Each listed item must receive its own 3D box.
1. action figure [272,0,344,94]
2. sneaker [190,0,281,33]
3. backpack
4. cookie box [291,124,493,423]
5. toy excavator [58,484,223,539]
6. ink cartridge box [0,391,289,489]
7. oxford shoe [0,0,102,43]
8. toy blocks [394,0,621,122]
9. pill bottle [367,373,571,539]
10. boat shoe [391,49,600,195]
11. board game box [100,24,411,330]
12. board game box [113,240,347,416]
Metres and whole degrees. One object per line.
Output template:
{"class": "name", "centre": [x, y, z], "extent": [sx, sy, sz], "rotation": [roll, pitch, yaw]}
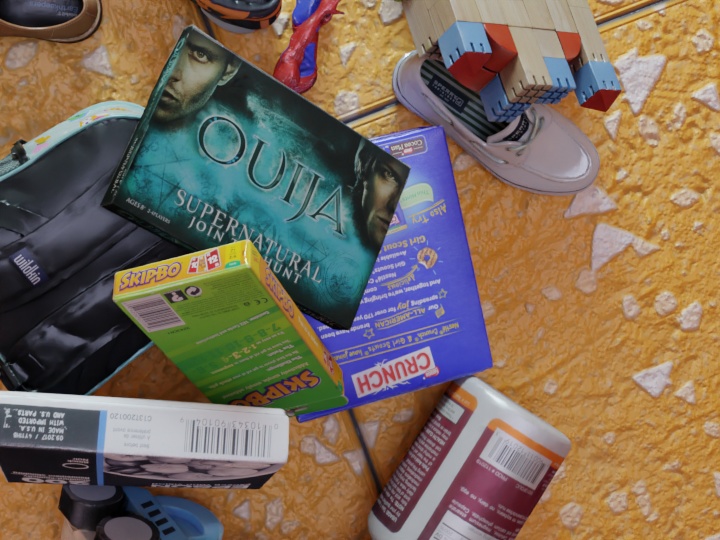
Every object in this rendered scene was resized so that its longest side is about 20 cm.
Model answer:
{"class": "action figure", "centre": [-0.039, -0.205, 0.848], "extent": [0.051, 0.065, 0.202], "rotation": [11, 93, -8]}
{"class": "sneaker", "centre": [-0.141, -0.250, 0.797], "extent": [0.199, 0.112, 0.078], "rotation": [27, 91, -13]}
{"class": "backpack", "centre": [-0.194, -0.024, 0.792], "extent": [0.199, 0.153, 0.177], "rotation": [-33, 107, 0]}
{"class": "cookie box", "centre": [0.000, 0.000, 0.875], "extent": [0.170, 0.075, 0.202], "rotation": [-14, 99, -9]}
{"class": "toy excavator", "centre": [-0.121, 0.236, 0.845], "extent": [0.199, 0.194, 0.101], "rotation": [0, 112, -39]}
{"class": "ink cartridge box", "centre": [-0.163, 0.134, 0.796], "extent": [0.196, 0.200, 0.044], "rotation": [5, 71, -11]}
{"class": "oxford shoe", "centre": [-0.294, -0.203, 0.795], "extent": [0.198, 0.071, 0.072], "rotation": [-2, 99, -10]}
{"class": "toy blocks", "centre": [0.115, -0.179, 0.834], "extent": [0.199, 0.100, 0.138], "rotation": [-3, 68, -34]}
{"class": "pill bottle", "centre": [0.077, 0.195, 0.894], "extent": [0.114, 0.114, 0.201], "rotation": [33, 90, -13]}
{"class": "boat shoe", "centre": [0.116, -0.116, 0.889], "extent": [0.199, 0.067, 0.074], "rotation": [23, 92, -13]}
{"class": "board game box", "centre": [-0.065, -0.060, 0.759], "extent": [0.199, 0.028, 0.136], "rotation": [29, 74, -29]}
{"class": "board game box", "centre": [-0.083, 0.053, 0.761], "extent": [0.095, 0.030, 0.200], "rotation": [-13, 142, 13]}
